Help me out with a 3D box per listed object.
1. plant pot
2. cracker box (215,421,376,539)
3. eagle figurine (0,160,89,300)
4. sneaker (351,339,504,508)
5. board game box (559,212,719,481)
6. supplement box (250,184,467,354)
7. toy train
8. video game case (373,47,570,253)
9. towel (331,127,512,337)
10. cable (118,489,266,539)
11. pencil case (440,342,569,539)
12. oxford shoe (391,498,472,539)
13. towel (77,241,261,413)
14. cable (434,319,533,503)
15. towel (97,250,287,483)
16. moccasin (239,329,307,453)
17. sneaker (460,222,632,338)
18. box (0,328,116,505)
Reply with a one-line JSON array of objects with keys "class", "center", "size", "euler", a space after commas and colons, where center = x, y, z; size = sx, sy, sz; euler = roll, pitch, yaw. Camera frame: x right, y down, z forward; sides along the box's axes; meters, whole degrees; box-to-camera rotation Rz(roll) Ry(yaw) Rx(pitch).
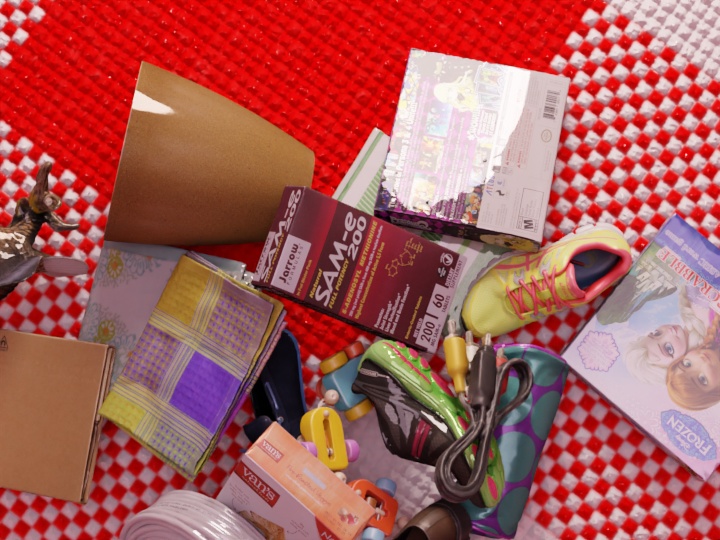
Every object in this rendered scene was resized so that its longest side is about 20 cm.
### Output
[{"class": "plant pot", "center": [-0.153, -0.102, 1.436], "size": [0.197, 0.186, 0.189], "euler": [12, 84, -9]}, {"class": "cracker box", "center": [-0.083, 0.259, 1.374], "size": [0.134, 0.201, 0.058], "euler": [40, 45, 7]}, {"class": "eagle figurine", "center": [-0.398, -0.011, 1.434], "size": [0.149, 0.153, 0.201], "euler": [20, 55, 28]}, {"class": "sneaker", "center": [0.068, 0.160, 1.374], "size": [0.200, 0.076, 0.084], "euler": [49, 112, 18]}, {"class": "board game box", "center": [0.344, 0.080, 1.449], "size": [0.199, 0.041, 0.200], "euler": [39, 86, 6]}, {"class": "supplement box", "center": [0.000, 0.000, 1.402], "size": [0.198, 0.061, 0.110], "euler": [22, 84, -23]}, {"class": "toy train", "center": [-0.006, 0.177, 1.419], "size": [0.149, 0.055, 0.202], "euler": [32, 54, -28]}, {"class": "video game case", "center": [0.119, -0.129, 1.459], "size": [0.178, 0.036, 0.203], "euler": [11, 67, 4]}, {"class": "towel", "center": [0.060, -0.040, 1.486], "size": [0.199, 0.023, 0.154], "euler": [33, 87, 4]}, {"class": "cable", "center": [-0.151, 0.312, 1.374], "size": [0.198, 0.069, 0.203], "euler": [9, 123, 33]}, {"class": "pencil case", "center": [0.146, 0.175, 1.425], "size": [0.091, 0.085, 0.203], "euler": [19, 84, -10]}, {"class": "oxford shoe", "center": [0.036, 0.320, 1.388], "size": [0.072, 0.084, 0.202], "euler": [34, 116, 30]}, {"class": "towel", "center": [-0.208, 0.062, 1.445], "size": [0.197, 0.048, 0.174], "euler": [12, 82, 25]}, {"class": "cable", "center": [0.115, 0.144, 1.332], "size": [0.096, 0.050, 0.202], "euler": [26, 54, -19]}, {"class": "towel", "center": [-0.170, 0.092, 1.387], "size": [0.143, 0.023, 0.202], "euler": [31, 93, 25]}, {"class": "moccasin", "center": [-0.096, 0.163, 1.439], "size": [0.067, 0.080, 0.203], "euler": [0, 69, -33]}, {"class": "sneaker", "center": [0.195, 0.012, 1.431], "size": [0.198, 0.090, 0.079], "euler": [-30, 104, 0]}, {"class": "box", "center": [-0.361, 0.148, 1.452], "size": [0.197, 0.021, 0.166], "euler": [7, 83, 20]}]
